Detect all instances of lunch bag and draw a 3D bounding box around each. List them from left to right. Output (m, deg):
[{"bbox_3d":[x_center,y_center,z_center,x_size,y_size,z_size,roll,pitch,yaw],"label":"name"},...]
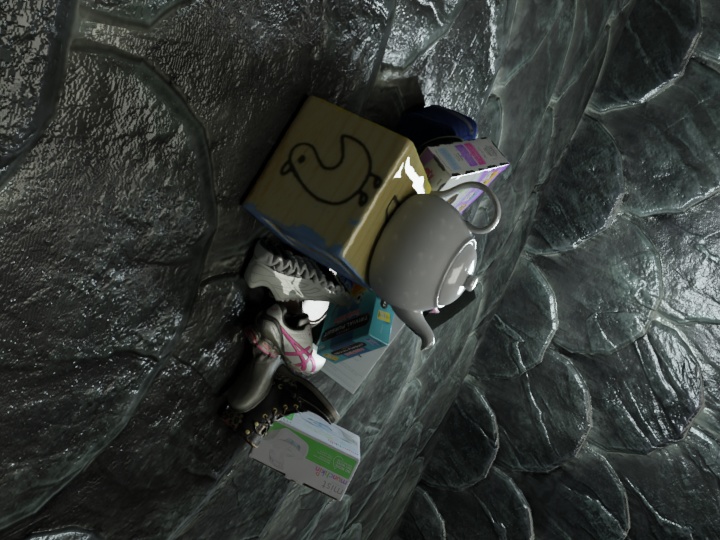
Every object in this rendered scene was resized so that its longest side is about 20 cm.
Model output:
[{"bbox_3d":[0.151,-0.231,1.472,0.132,0.135,0.201,-32,143,-52],"label":"lunch bag"}]

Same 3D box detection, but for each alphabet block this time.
[{"bbox_3d":[-0.029,-0.116,1.117,0.201,0.195,0.196,-60,161,-7],"label":"alphabet block"}]

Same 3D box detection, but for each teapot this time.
[{"bbox_3d":[0.117,-0.017,1.112,0.197,0.145,0.201,-46,154,-36],"label":"teapot"}]

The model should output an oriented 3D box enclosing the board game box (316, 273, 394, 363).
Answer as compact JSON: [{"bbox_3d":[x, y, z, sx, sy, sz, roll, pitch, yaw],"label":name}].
[{"bbox_3d":[0.003,0.049,1.255,0.151,0.047,0.201,-26,-138,47],"label":"board game box"}]

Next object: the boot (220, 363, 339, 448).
[{"bbox_3d":[-0.149,0.260,1.307,0.151,0.199,0.073,-48,149,-19],"label":"boot"}]

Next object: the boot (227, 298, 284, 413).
[{"bbox_3d":[-0.184,0.143,1.278,0.200,0.067,0.131,-53,148,-30],"label":"boot"}]

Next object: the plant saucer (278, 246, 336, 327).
[{"bbox_3d":[-0.085,0.020,1.306,0.200,0.034,0.202,13,90,-68],"label":"plant saucer"}]

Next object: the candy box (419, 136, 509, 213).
[{"bbox_3d":[0.148,-0.151,1.285,0.199,0.072,0.168,-19,158,-48],"label":"candy box"}]

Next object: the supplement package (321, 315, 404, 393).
[{"bbox_3d":[-0.002,0.143,1.533,0.200,0.109,0.114,-53,-175,-1],"label":"supplement package"}]

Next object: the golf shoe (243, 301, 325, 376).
[{"bbox_3d":[-0.109,0.121,1.236,0.092,0.073,0.200,-43,143,6],"label":"golf shoe"}]

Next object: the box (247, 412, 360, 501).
[{"bbox_3d":[-0.109,0.354,1.435,0.097,0.199,0.176,-63,180,1],"label":"box"}]

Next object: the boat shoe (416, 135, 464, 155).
[{"bbox_3d":[0.110,-0.200,1.364,0.062,0.199,0.075,-67,139,-72],"label":"boat shoe"}]

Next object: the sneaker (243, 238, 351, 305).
[{"bbox_3d":[-0.104,0.019,1.195,0.199,0.075,0.081,26,105,-32],"label":"sneaker"}]

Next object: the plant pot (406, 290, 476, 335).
[{"bbox_3d":[0.146,0.044,1.749,0.178,0.200,0.200,-48,158,-4],"label":"plant pot"}]

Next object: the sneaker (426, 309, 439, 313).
[{"bbox_3d":[0.186,0.003,1.611,0.201,0.082,0.070,-58,-155,7],"label":"sneaker"}]

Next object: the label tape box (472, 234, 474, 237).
[{"bbox_3d":[0.134,-0.050,1.565,0.144,0.199,0.066,-59,156,-7],"label":"label tape box"}]
